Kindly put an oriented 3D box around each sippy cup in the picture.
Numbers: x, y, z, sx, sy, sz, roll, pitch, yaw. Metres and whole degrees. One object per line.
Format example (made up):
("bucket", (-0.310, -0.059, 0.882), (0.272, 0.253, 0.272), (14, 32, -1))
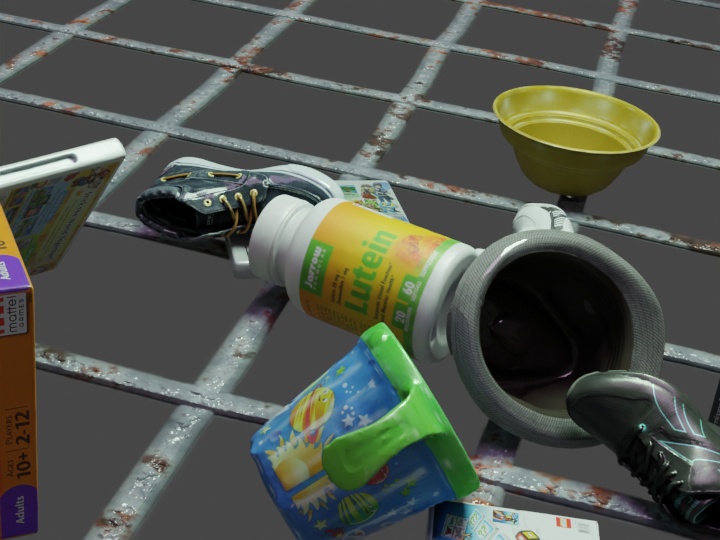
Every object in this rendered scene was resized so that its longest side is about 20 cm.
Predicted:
("sippy cup", (-0.004, 0.128, 0.893), (0.129, 0.179, 0.140), (-31, 50, -5))

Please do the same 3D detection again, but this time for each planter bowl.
("planter bowl", (0.248, -0.143, 1.498), (0.197, 0.084, 0.201), (5, 28, -3))

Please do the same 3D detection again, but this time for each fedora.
("fedora", (0.152, 0.058, 1.080), (0.198, 0.179, 0.090), (13, -8, -22))

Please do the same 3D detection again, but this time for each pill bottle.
("pill bottle", (0.000, 0.000, 1.156), (0.198, 0.112, 0.111), (21, 32, 24))

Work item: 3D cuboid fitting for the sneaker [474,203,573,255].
("sneaker", (0.154, -0.007, 1.240), (0.113, 0.076, 0.201), (3, 32, -13))

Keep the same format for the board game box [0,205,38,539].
("board game box", (-0.342, 0.061, 0.878), (0.197, 0.202, 0.200), (-7, 31, -24))

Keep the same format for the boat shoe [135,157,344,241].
("boat shoe", (-0.119, -0.059, 1.246), (0.197, 0.072, 0.091), (7, 30, 17))

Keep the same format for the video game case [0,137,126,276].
("video game case", (-0.311, -0.033, 1.082), (0.181, 0.200, 0.023), (-21, 73, -40))

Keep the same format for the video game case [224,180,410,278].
("video game case", (-0.046, -0.046, 1.322), (0.197, 0.022, 0.183), (-2, 30, -13))

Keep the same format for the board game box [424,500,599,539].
("board game box", (0.101, 0.233, 0.840), (0.124, 0.035, 0.201), (8, 29, 3))

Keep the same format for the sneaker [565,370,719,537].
("sneaker", (0.245, 0.145, 0.979), (0.198, 0.076, 0.079), (27, 42, 18))

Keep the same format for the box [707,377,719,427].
("box", (0.364, 0.080, 1.002), (0.078, 0.202, 0.141), (-6, 30, -22))
